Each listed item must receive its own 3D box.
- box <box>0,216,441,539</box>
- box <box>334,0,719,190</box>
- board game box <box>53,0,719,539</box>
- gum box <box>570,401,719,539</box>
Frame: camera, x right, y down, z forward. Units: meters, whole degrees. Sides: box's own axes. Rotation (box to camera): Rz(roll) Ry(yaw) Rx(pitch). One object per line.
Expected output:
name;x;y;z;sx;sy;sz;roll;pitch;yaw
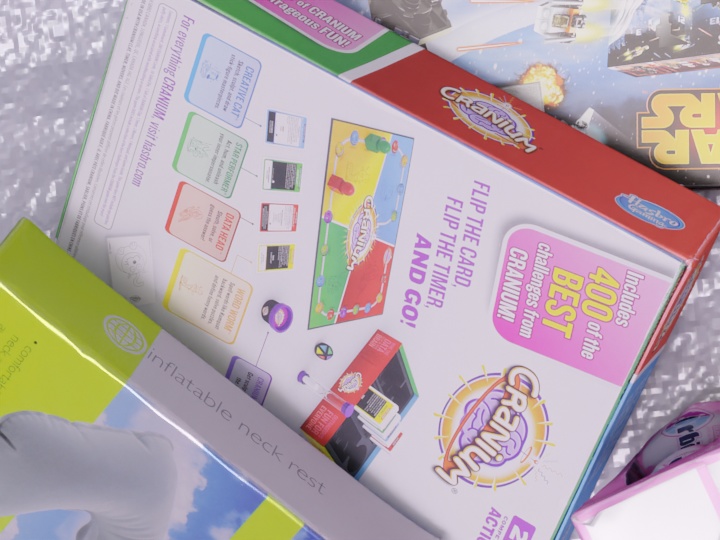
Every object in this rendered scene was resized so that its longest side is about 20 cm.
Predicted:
box;-0.070;0.091;0.866;0.200;0.048;0.122;38;119;-5
box;0.088;-0.094;0.870;0.200;0.040;0.137;0;90;13
board game box;0.000;0.000;0.857;0.200;0.040;0.153;29;126;10
gum box;0.139;0.138;0.824;0.066;0.113;0.200;-25;86;12
